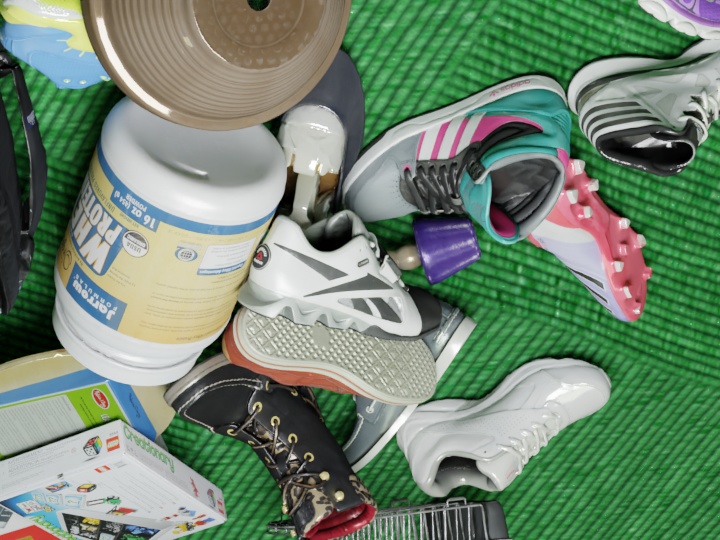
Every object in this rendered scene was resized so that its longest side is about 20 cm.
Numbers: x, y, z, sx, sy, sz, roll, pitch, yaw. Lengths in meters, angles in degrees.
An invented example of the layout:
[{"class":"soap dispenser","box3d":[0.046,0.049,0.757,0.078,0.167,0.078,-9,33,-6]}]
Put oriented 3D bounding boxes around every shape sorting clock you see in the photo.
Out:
[{"class":"shape sorting clock","box3d":[-0.248,0.117,1.708,0.199,0.039,0.200,-8,149,-5]}]

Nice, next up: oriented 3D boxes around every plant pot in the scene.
[{"class":"plant pot","box3d":[-0.087,-0.193,1.445,0.200,0.093,0.202,-5,103,-22]}]

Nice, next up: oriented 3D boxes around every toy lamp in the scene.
[{"class":"toy lamp","box3d":[0.000,0.000,1.714,0.199,0.058,0.058,-17,132,3]}]

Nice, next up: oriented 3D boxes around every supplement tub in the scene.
[{"class":"supplement tub","box3d":[-0.152,-0.025,1.603,0.144,0.145,0.201,11,128,-20]}]

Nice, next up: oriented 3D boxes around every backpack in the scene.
[{"class":"backpack","box3d":[-0.310,-0.060,1.550,0.126,0.167,0.201,4,136,11]}]

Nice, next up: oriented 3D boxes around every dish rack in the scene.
[{"class":"dish rack","box3d":[0.021,0.234,1.864,0.199,0.055,0.153,-3,174,-22]}]

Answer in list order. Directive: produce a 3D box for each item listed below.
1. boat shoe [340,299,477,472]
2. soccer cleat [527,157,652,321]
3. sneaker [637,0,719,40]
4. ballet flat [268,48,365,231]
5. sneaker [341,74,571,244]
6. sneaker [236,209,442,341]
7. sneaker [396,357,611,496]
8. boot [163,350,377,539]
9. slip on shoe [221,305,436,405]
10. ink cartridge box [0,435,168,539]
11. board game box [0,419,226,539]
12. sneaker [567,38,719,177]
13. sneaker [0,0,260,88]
[{"class":"boat shoe","box3d":[0.026,0.097,1.811,0.062,0.073,0.200,37,125,1]},{"class":"soccer cleat","box3d":[0.180,-0.026,1.733,0.076,0.067,0.200,-1,146,33]},{"class":"sneaker","box3d":[0.219,-0.240,1.535,0.199,0.081,0.083,28,115,-30]},{"class":"ballet flat","box3d":[-0.037,-0.079,1.625,0.073,0.073,0.201,1,131,-12]},{"class":"sneaker","box3d":[0.080,-0.064,1.630,0.199,0.121,0.084,-27,130,14]},{"class":"sneaker","box3d":[0.000,0.001,1.620,0.199,0.074,0.089,10,103,-46]},{"class":"sneaker","box3d":[0.134,0.149,1.842,0.199,0.100,0.078,-24,131,10]},{"class":"boot","box3d":[-0.069,0.147,1.722,0.073,0.151,0.200,-38,157,14]},{"class":"slip on shoe","box3d":[-0.024,0.068,1.703,0.199,0.075,0.061,13,158,-30]},{"class":"ink cartridge box","box3d":[-0.262,0.198,1.846,0.199,0.045,0.177,-18,131,5]},{"class":"board game box","box3d":[-0.211,0.190,1.770,0.126,0.035,0.200,-19,152,14]},{"class":"sneaker","box3d":[0.269,-0.121,1.620,0.199,0.116,0.076,-12,132,-1]},{"class":"sneaker","box3d":[-0.172,-0.177,1.529,0.199,0.076,0.105,11,149,-23]}]
